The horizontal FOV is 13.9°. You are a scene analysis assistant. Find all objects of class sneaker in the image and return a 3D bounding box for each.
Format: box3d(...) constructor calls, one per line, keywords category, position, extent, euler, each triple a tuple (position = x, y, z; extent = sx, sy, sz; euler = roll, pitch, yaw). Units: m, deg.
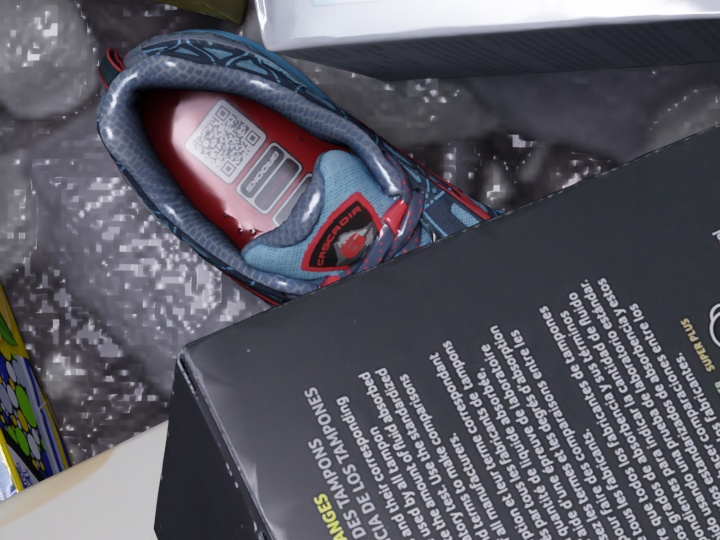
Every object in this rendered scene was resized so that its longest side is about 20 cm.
box3d(category="sneaker", position=(0.000, 0.000, 0.870), extent=(0.200, 0.096, 0.079), euler=(32, 95, 10))

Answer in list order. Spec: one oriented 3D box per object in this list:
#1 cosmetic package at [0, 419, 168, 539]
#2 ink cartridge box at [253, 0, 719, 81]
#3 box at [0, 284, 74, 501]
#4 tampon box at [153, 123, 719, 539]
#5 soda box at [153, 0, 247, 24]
box3d(category="cosmetic package", position=(-0.080, 0.109, 0.874), extent=(0.200, 0.105, 0.071), euler=(-25, 68, 8))
box3d(category="ink cartridge box", position=(0.084, -0.085, 0.822), extent=(0.200, 0.160, 0.047), euler=(-5, 89, 11))
box3d(category="box", position=(-0.157, -0.008, 0.912), extent=(0.064, 0.070, 0.200), euler=(-23, 85, 8))
box3d(category="tampon box", position=(0.065, 0.060, 0.736), extent=(0.200, 0.150, 0.126), euler=(-22, 72, -13))
box3d(category="soda box", position=(-0.128, -0.133, 0.911), extent=(0.200, 0.068, 0.064), euler=(15, 91, 11))
